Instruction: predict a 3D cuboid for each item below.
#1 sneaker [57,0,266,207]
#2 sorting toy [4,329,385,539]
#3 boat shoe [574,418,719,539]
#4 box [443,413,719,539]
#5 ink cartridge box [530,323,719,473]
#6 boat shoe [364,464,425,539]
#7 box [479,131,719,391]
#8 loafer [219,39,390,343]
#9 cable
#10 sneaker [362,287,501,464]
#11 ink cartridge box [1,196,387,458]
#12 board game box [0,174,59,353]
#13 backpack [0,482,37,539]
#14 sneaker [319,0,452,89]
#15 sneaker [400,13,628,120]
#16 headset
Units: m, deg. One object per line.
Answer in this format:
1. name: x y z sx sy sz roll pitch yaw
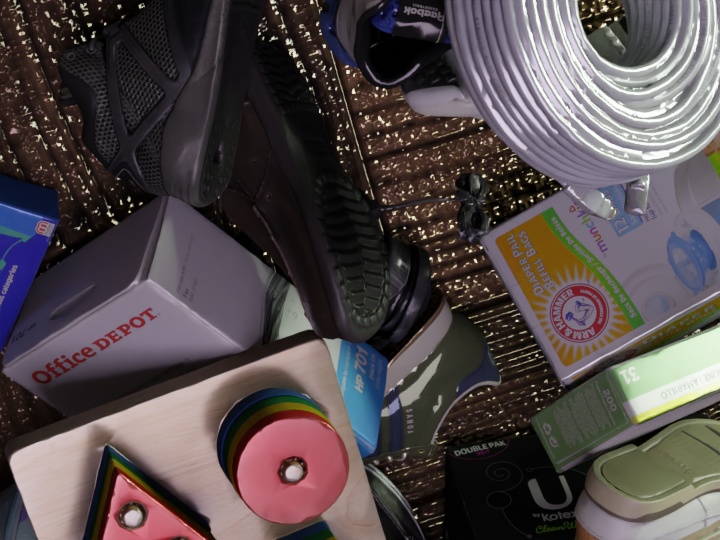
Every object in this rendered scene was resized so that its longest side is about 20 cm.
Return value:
1. sneaker: -0.118 -0.147 1.114 0.114 0.076 0.200 15 98 15
2. sorting toy: -0.083 0.165 1.127 0.200 0.070 0.199 -20 111 -11
3. boat shoe: 0.210 0.149 1.244 0.200 0.075 0.068 -5 124 -41
4. box: 0.171 0.203 1.335 0.200 0.149 0.124 -7 126 -9
5. ink cartridge box: 0.217 0.061 1.187 0.145 0.048 0.200 -19 167 -31
6. boat shoe: 0.027 0.219 1.316 0.071 0.064 0.200 -27 87 -9
7. box: 0.193 -0.016 1.218 0.200 0.113 0.101 -29 166 6
8. loafer: -0.044 -0.041 1.156 0.071 0.200 0.073 -30 162 27
9. cable: 0.137 -0.148 1.087 0.200 0.069 0.200 29 71 -32
10. sneaker: 0.013 0.110 1.294 0.200 0.067 0.090 -45 116 8
11. ink cartridge box: -0.103 0.061 1.208 0.146 0.086 0.200 -29 123 35
12. board game box: -0.308 -0.008 1.174 0.200 0.045 0.152 18 115 -20
13. backpack: -0.169 0.220 1.253 0.200 0.178 0.151 35 126 -23
14. sneaker: 0.039 -0.189 1.103 0.080 0.115 0.200 10 117 -18
15. sneaker: 0.125 -0.111 1.196 0.200 0.075 0.081 -6 129 -8
16. headset: 0.000 0.000 1.217 0.200 0.094 0.123 -34 122 22
